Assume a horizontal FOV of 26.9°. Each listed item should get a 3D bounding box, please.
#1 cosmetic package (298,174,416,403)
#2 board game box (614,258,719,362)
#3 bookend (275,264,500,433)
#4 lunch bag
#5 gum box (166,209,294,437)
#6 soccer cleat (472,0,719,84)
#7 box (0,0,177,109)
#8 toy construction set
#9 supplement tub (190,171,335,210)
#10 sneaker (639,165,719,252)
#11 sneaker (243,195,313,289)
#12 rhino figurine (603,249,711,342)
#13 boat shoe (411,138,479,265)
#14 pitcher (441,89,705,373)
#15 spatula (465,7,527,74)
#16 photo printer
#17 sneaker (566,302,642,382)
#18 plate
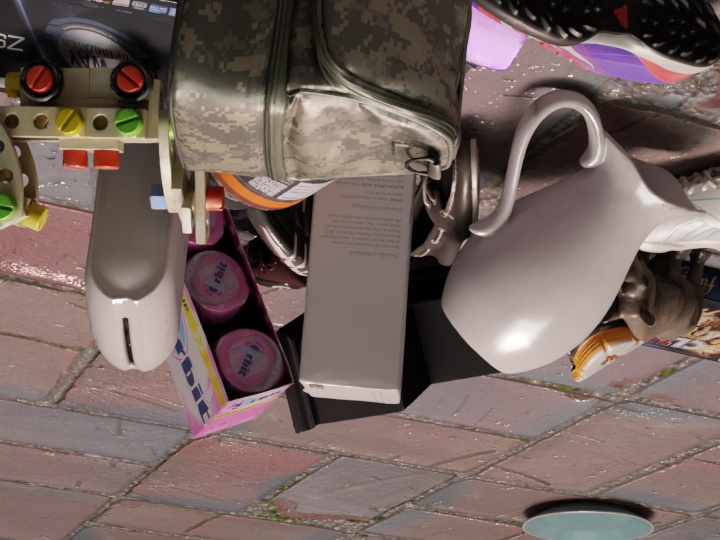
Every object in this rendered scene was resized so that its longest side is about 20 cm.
[{"bbox_3d":[0.000,0.000,1.188,0.080,0.202,0.113,3,172,3],"label":"cosmetic package"},{"bbox_3d":[0.341,0.045,1.487,0.199,0.035,0.135,12,155,-21],"label":"board game box"},{"bbox_3d":[0.053,0.060,1.351,0.197,0.093,0.200,-11,-171,22],"label":"bookend"},{"bbox_3d":[-0.016,-0.155,0.865,0.166,0.202,0.139,7,159,-2],"label":"lunch bag"},{"bbox_3d":[-0.136,0.031,1.315,0.066,0.201,0.114,-16,166,-26],"label":"gum box"},{"bbox_3d":[0.143,-0.163,0.993,0.199,0.069,0.073,11,160,-24],"label":"soccer cleat"},{"bbox_3d":[-0.206,-0.173,1.032,0.198,0.044,0.160,9,156,-14],"label":"box"},{"bbox_3d":[-0.190,-0.075,1.033,0.198,0.132,0.092,2,177,-12],"label":"toy construction set"},{"bbox_3d":[-0.047,-0.109,1.084,0.106,0.108,0.200,18,153,-31],"label":"supplement tub"},{"bbox_3d":[0.283,-0.055,1.240,0.199,0.071,0.081,10,124,10],"label":"sneaker"},{"bbox_3d":[-0.079,-0.022,1.334,0.115,0.076,0.200,-6,156,26],"label":"sneaker"},{"bbox_3d":[0.255,0.018,1.304,0.059,0.088,0.200,10,-178,27],"label":"rhino figurine"},{"bbox_3d":[0.066,-0.051,1.257,0.056,0.067,0.200,-2,160,-2],"label":"boat shoe"},{"bbox_3d":[0.143,-0.030,1.176,0.171,0.121,0.200,39,104,-24],"label":"pitcher"},{"bbox_3d":[0.071,-0.142,1.099,0.056,0.021,0.200,19,157,-6],"label":"spatula"},{"bbox_3d":[-0.170,-0.028,1.167,0.069,0.201,0.167,4,156,-3],"label":"photo printer"},{"bbox_3d":[0.215,0.052,1.394,0.078,0.078,0.200,-34,169,2],"label":"sneaker"},{"bbox_3d":[0.344,0.380,2.279,0.198,0.026,0.200,3,158,1],"label":"plate"}]
